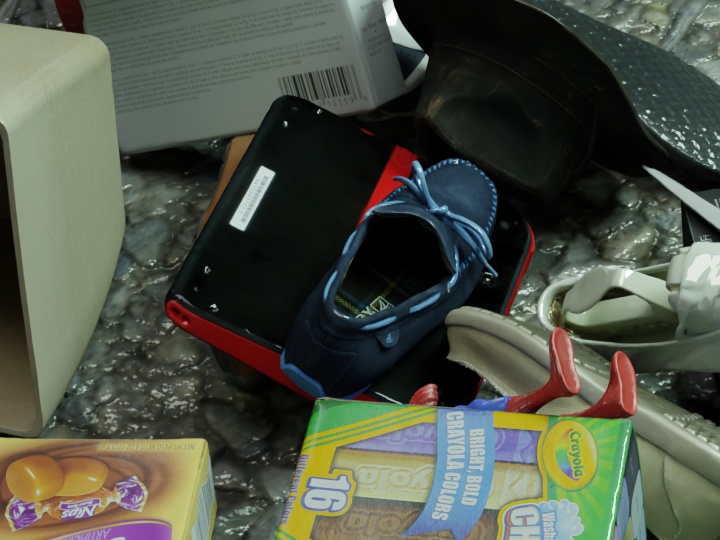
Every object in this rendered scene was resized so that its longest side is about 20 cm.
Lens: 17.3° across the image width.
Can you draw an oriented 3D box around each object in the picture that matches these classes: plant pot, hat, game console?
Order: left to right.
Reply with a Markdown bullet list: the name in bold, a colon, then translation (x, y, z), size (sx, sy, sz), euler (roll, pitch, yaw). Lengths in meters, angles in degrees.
- **plant pot**: translation (-0.237, -0.048, 1.362), size (0.199, 0.200, 0.177), euler (10, 31, 21)
- **game console**: translation (0.000, 0.000, 1.320), size (0.177, 0.031, 0.200), euler (26, 44, -1)
- **hat**: translation (0.077, -0.090, 1.374), size (0.200, 0.201, 0.081), euler (28, 78, 36)

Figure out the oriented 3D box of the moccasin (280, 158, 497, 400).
- **moccasin**: translation (0.030, -0.003, 1.265), size (0.080, 0.068, 0.200), euler (30, 43, 3)

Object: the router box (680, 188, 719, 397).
- **router box**: translation (0.267, 0.026, 1.280), size (0.157, 0.052, 0.200), euler (-7, 39, 2)

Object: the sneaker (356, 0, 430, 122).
- **sneaker**: translation (0.007, -0.184, 1.477), size (0.129, 0.200, 0.079), euler (-21, 12, -24)

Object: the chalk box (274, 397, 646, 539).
- **chalk box**: translation (0.069, 0.149, 1.103), size (0.199, 0.125, 0.124), euler (4, 46, 16)

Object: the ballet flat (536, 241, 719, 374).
- **ballet flat**: translation (0.166, 0.017, 1.229), size (0.200, 0.070, 0.069), euler (-15, 23, 51)

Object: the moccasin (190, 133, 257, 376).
- **moccasin**: translation (-0.051, -0.012, 1.374), size (0.078, 0.074, 0.202), euler (-8, 29, 13)

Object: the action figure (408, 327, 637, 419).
- **action figure**: translation (0.050, 0.086, 1.176), size (0.065, 0.200, 0.052), euler (16, 53, -37)

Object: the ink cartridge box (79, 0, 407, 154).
- **ink cartridge box**: translation (-0.085, -0.169, 1.439), size (0.200, 0.174, 0.044), euler (-7, 15, 34)

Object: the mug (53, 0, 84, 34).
- **mug**: translation (-0.105, -0.211, 1.567), size (0.199, 0.134, 0.178), euler (-6, 22, 8)

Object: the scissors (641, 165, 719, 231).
- **scissors**: translation (0.213, -0.010, 1.281), size (0.200, 0.014, 0.073), euler (27, 52, 36)

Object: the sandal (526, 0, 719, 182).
- **sandal**: translation (0.154, -0.109, 1.448), size (0.200, 0.048, 0.075), euler (32, 49, 11)

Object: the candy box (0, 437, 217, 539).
- **candy box**: translation (-0.144, 0.170, 1.177), size (0.116, 0.057, 0.200), euler (-1, 41, 8)

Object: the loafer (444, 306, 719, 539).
- **loafer**: translation (0.114, 0.081, 1.215), size (0.200, 0.068, 0.076), euler (32, 8, 35)
